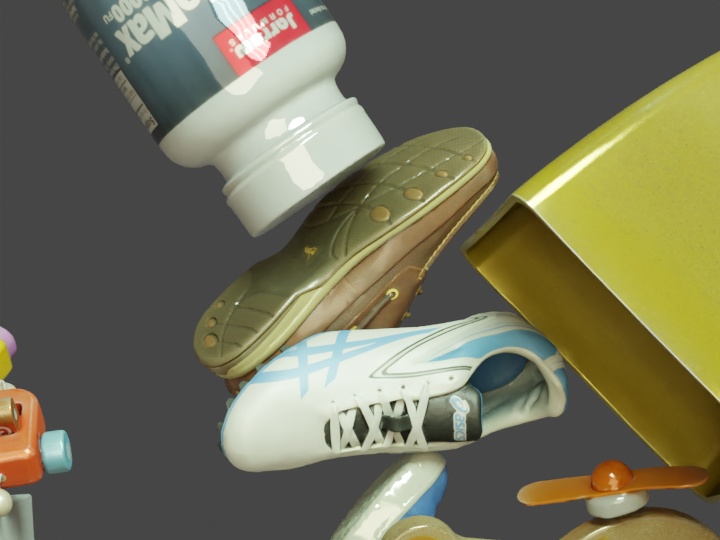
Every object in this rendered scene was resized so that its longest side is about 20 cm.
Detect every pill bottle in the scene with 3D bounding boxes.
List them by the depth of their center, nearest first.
[{"bbox_3d":[-0.078,-0.126,1.408,0.119,0.120,0.200,-35,89,2],"label":"pill bottle"}]

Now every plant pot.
[{"bbox_3d":[0.194,-0.014,1.371,0.200,0.200,0.176,45,80,1],"label":"plant pot"}]

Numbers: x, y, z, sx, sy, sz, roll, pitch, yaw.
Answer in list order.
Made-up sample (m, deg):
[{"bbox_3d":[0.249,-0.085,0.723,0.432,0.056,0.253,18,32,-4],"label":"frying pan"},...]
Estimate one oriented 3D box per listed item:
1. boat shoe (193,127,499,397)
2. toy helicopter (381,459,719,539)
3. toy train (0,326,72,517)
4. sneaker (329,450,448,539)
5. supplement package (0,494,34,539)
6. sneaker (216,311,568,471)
[{"bbox_3d":[0.000,0.000,1.437,0.200,0.072,0.068,-41,123,-2],"label":"boat shoe"},{"bbox_3d":[0.108,0.156,1.389,0.199,0.079,0.133,9,106,-13],"label":"toy helicopter"},{"bbox_3d":[-0.254,0.073,1.403,0.199,0.151,0.056,-6,125,6],"label":"toy train"},{"bbox_3d":[0.016,0.203,1.429,0.111,0.077,0.200,34,86,-3],"label":"sneaker"},{"bbox_3d":[-0.283,0.189,1.421,0.199,0.110,0.114,-5,90,2],"label":"supplement package"},{"bbox_3d":[0.020,0.070,1.397,0.199,0.072,0.072,-13,118,-20],"label":"sneaker"}]
